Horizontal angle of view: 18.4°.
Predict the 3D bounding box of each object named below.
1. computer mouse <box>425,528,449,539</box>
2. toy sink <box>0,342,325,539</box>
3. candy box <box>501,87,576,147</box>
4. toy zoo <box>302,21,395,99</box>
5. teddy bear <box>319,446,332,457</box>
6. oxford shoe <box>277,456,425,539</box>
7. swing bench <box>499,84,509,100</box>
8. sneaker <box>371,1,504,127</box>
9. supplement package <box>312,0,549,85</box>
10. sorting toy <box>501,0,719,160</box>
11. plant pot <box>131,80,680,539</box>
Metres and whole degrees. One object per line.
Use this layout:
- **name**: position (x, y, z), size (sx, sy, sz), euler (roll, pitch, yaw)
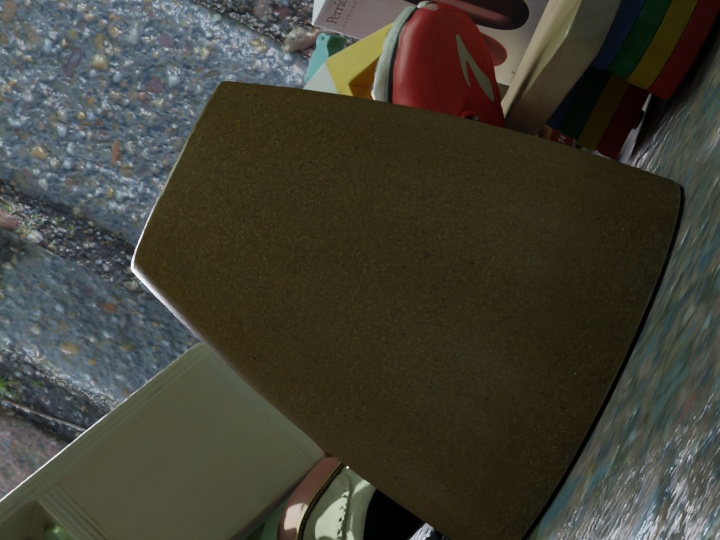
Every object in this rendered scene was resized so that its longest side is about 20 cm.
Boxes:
- **computer mouse**: position (0.044, 0.104, 1.137), size (0.059, 0.034, 0.200), euler (-62, 3, 26)
- **toy sink**: position (-0.130, 0.161, 1.265), size (0.200, 0.112, 0.130), euler (-39, -17, -33)
- **candy box**: position (0.087, -0.039, 1.509), size (0.200, 0.055, 0.115), euler (117, 178, -48)
- **toy zoo**: position (0.012, -0.049, 1.240), size (0.131, 0.020, 0.200), euler (-37, 63, 37)
- **teddy bear**: position (0.010, 0.090, 1.376), size (0.145, 0.067, 0.200), euler (-53, -10, -14)
- **oxford shoe**: position (0.037, 0.097, 1.253), size (0.074, 0.071, 0.200), euler (6, 55, 49)
- **swing bench**: position (0.098, -0.181, 2.024), size (0.200, 0.130, 0.199), euler (121, 174, -73)
- **sneaker**: position (0.063, -0.040, 1.120), size (0.085, 0.077, 0.200), euler (-7, 93, 56)
- **supplement package**: position (0.095, -0.245, 1.480), size (0.191, 0.200, 0.147), euler (117, 164, -45)
- **sorting toy**: position (0.149, -0.154, 1.163), size (0.199, 0.070, 0.200), euler (-65, 2, -17)
- **plant pot**: position (0.008, 0.003, 0.973), size (0.186, 0.200, 0.187), euler (-155, 90, -89)
